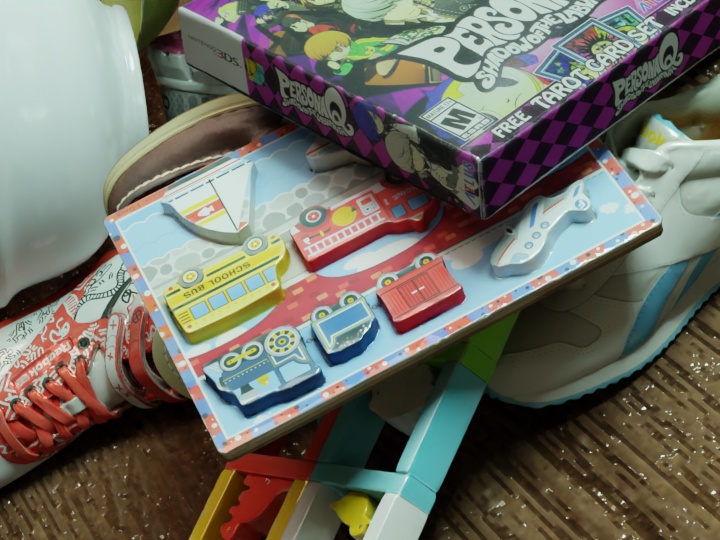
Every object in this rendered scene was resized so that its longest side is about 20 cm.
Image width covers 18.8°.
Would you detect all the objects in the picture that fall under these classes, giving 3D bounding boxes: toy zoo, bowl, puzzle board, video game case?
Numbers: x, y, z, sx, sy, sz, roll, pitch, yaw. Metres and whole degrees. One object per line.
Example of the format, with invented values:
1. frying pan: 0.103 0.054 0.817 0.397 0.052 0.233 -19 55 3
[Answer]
1. toy zoo: -0.013 0.087 0.928 0.131 0.020 0.200 1 60 54
2. bowl: -0.161 -0.085 1.133 0.090 0.202 0.201 -8 29 -11
3. puzzle board: 0.004 -0.021 0.907 0.200 0.017 0.151 -27 49 -6
4. video game case: 0.054 -0.115 0.941 0.200 0.036 0.181 -35 47 -29

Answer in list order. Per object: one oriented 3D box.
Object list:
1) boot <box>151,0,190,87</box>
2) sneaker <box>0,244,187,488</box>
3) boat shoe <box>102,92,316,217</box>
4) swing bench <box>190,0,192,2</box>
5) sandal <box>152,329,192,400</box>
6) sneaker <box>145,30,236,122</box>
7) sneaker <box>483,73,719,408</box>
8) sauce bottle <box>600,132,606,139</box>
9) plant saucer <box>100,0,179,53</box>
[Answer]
1. boot: -0.144 -0.226 1.357 0.066 0.200 0.175 -25 31 26
2. sneaker: -0.140 0.053 1.097 0.201 0.067 0.108 -41 25 -15
3. boat shoe: -0.021 -0.037 0.979 0.199 0.072 0.072 -10 40 6
4. swing bench: -0.001 -0.229 1.133 0.198 0.130 0.201 -7 63 -14
5. sandal: 0.003 0.005 1.049 0.211 0.078 0.070 -28 -1 -1
6. sneaker: -0.024 -0.074 1.165 0.199 0.088 0.074 13 31 25
7. sneaker: 0.121 -0.022 0.932 0.200 0.081 0.077 -38 32 -2
8. sauce bottle: 0.169 -0.146 1.075 0.200 0.066 0.066 -50 33 -19
9. plant saucer: -0.123 -0.214 1.150 0.031 0.201 0.200 -10 28 -13
